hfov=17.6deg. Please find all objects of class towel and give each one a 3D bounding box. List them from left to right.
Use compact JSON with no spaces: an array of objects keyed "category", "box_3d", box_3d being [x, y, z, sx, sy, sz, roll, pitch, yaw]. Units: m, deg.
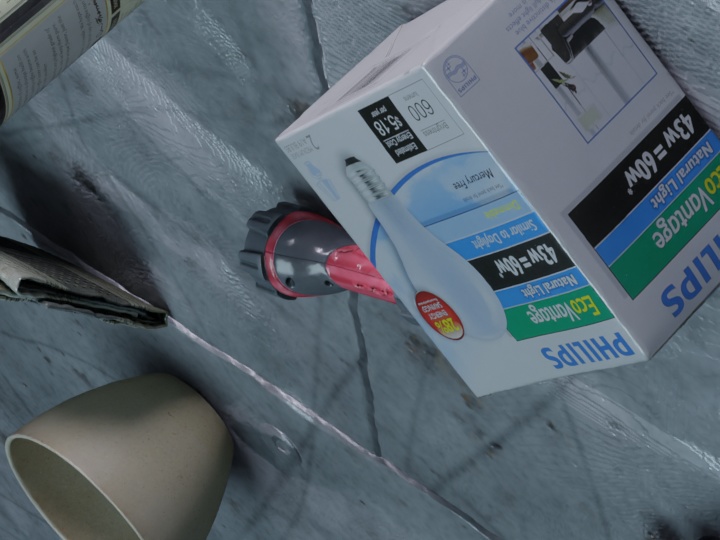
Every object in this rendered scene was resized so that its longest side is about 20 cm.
[{"category":"towel","box_3d":[-0.286,0.004,1.956,0.199,0.035,0.192,24,-176,38]}]

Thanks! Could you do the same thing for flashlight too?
[{"category":"flashlight","box_3d":[0.000,0.000,1.580,0.199,0.068,0.068,16,147,50]}]

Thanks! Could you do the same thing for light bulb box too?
[{"category":"light bulb box","box_3d":[0.089,-0.050,1.294,0.200,0.125,0.198,51,155,-9]}]

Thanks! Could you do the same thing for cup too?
[{"category":"cup","box_3d":[-0.196,0.174,2.061,0.200,0.143,0.201,36,154,20]}]

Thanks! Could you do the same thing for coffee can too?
[{"category":"coffee can","box_3d":[-0.214,-0.196,1.462,0.146,0.200,0.147,36,153,21]}]

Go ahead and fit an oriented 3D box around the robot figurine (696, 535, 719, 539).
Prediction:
[{"category":"robot figurine","box_3d":[0.228,0.262,1.553,0.124,0.151,0.201,0,141,7]}]
